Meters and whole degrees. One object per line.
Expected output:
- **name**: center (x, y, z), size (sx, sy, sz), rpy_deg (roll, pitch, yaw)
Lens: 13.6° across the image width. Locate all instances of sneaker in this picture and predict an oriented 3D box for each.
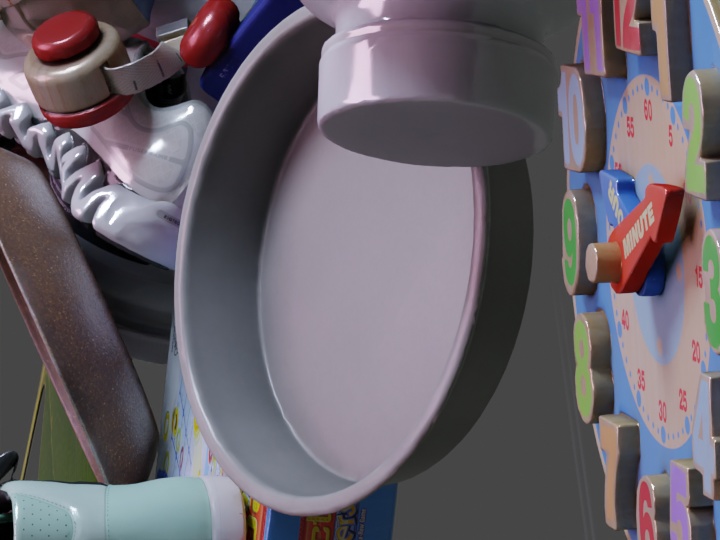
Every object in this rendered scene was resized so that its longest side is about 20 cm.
- **sneaker**: center (-0.123, -0.078, 1.411), size (0.200, 0.075, 0.081), rpy_deg (42, 102, 43)
- **sneaker**: center (-0.131, 0.129, 1.314), size (0.200, 0.118, 0.074), rpy_deg (130, 140, -63)

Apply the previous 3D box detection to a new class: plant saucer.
- **plant saucer**: center (-0.140, 0.022, 1.430), size (0.200, 0.037, 0.201), rpy_deg (155, 90, -83)

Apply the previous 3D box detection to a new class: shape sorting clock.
- **shape sorting clock**: center (0.084, -0.002, 0.855), size (0.200, 0.039, 0.201), rpy_deg (180, 90, -80)

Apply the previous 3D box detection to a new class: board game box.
- **board game box**: center (-0.039, 0.078, 1.324), size (0.196, 0.056, 0.201), rpy_deg (-167, 82, -72)

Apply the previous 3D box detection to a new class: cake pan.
- **cake pan**: center (-0.003, -0.005, 1.156), size (0.200, 0.037, 0.201), rpy_deg (-14, 72, 51)

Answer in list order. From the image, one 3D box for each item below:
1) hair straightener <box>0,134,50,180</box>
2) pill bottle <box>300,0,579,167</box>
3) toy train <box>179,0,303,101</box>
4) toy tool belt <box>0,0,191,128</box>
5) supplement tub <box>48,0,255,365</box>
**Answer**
- **hair straightener**: center (-0.202, -0.087, 1.500), size (0.077, 0.041, 0.200), rpy_deg (66, -168, 13)
- **pill bottle**: center (0.031, -0.143, 1.056), size (0.111, 0.111, 0.201), rpy_deg (134, 141, -72)
- **toy train**: center (0.007, -0.148, 1.293), size (0.200, 0.085, 0.116), rpy_deg (-45, 16, 51)
- **toy tool belt**: center (-0.143, -0.166, 1.372), size (0.200, 0.124, 0.123), rpy_deg (-94, -15, -55)
- **supplement tub**: center (-0.084, -0.068, 1.521), size (0.140, 0.140, 0.201), rpy_deg (-103, 23, -59)
